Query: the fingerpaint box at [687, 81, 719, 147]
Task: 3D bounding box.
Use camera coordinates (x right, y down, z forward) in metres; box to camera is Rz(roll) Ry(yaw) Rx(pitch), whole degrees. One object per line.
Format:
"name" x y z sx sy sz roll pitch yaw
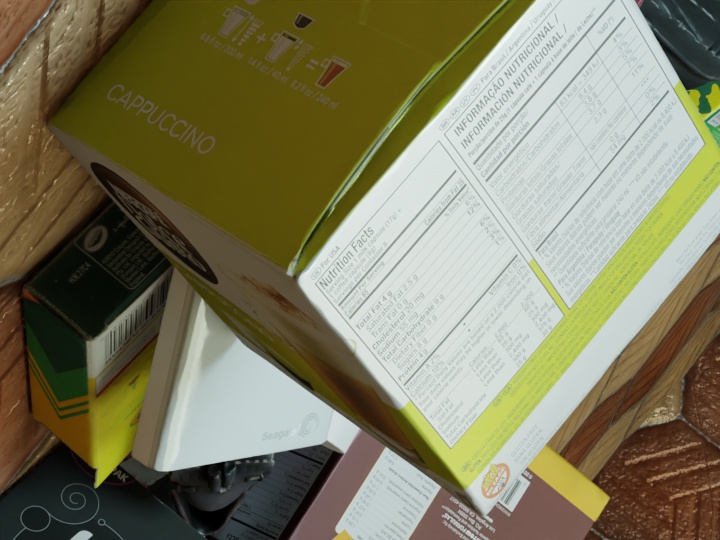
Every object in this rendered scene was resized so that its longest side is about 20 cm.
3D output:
"fingerpaint box" 0.190 -0.155 1.664 0.073 0.167 0.200 -38 170 11

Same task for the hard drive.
"hard drive" -0.045 0.001 1.307 0.132 0.026 0.201 -6 116 -48

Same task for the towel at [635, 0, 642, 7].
"towel" 0.093 -0.171 1.345 0.023 0.201 0.144 7 133 -25

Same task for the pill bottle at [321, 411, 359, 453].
"pill bottle" 0.000 0.000 1.494 0.201 0.112 0.112 -62 168 -7

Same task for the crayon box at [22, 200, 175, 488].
"crayon box" -0.120 0.026 1.361 0.127 0.051 0.200 -46 165 -24

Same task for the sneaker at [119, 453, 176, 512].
"sneaker" -0.106 0.118 1.603 0.200 0.080 0.086 -49 178 11

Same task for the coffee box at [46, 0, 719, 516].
"coffee box" 0.018 -0.052 1.163 0.200 0.199 0.198 -49 135 -10

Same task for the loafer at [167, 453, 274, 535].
"loafer" -0.080 0.115 1.454 0.200 0.071 0.063 125 -37 -78

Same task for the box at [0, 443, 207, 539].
"box" -0.147 0.228 1.468 0.148 0.200 0.125 -43 164 -36

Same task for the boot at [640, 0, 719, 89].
"boot" 0.117 -0.147 1.498 0.162 0.198 0.073 -34 -160 43

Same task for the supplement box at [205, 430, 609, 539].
"supplement box" 0.014 0.168 1.639 0.200 0.197 0.133 -57 -150 -11
